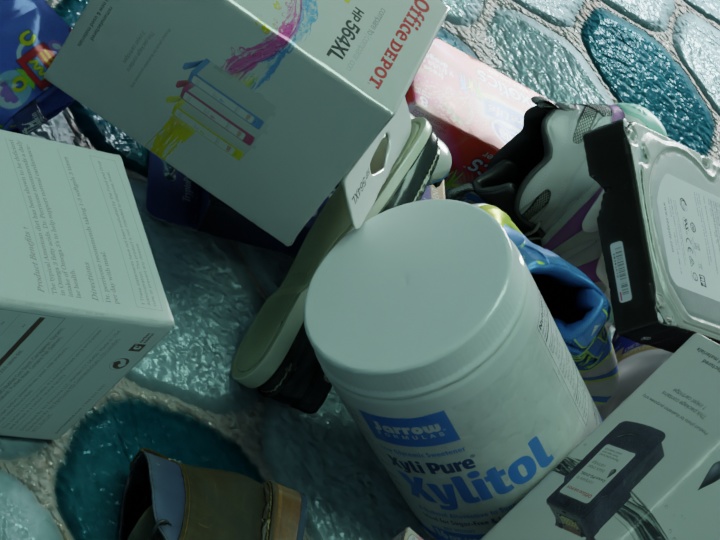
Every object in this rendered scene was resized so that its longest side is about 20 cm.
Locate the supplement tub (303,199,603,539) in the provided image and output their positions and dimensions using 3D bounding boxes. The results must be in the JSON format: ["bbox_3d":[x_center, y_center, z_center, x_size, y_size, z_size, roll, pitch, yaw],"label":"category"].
[{"bbox_3d":[0.061,0.069,1.164,0.132,0.132,0.200,-95,161,-44],"label":"supplement tub"}]

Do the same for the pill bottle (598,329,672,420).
[{"bbox_3d":[0.243,0.062,1.452,0.120,0.120,0.200,41,33,-8],"label":"pill bottle"}]

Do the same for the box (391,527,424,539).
[{"bbox_3d":[0.005,0.244,1.013,0.095,0.103,0.200,41,32,-10],"label":"box"}]

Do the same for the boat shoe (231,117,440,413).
[{"bbox_3d":[0.001,0.000,1.217,0.066,0.074,0.200,38,72,-21],"label":"boat shoe"}]

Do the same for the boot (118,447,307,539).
[{"bbox_3d":[-0.089,0.172,1.024,0.097,0.075,0.200,25,30,-11],"label":"boot"}]

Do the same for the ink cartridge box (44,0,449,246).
[{"bbox_3d":[-0.053,-0.126,1.147,0.200,0.125,0.129,34,41,-7],"label":"ink cartridge box"}]

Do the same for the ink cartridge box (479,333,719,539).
[{"bbox_3d":[0.176,0.161,1.147,0.084,0.200,0.145,32,-19,54],"label":"ink cartridge box"}]

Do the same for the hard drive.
[{"bbox_3d":[0.222,-0.011,1.308,0.200,0.038,0.140,19,59,-51],"label":"hard drive"}]

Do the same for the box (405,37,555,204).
[{"bbox_3d":[0.080,-0.081,1.438,0.200,0.100,0.096,25,39,-30],"label":"box"}]

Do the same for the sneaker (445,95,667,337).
[{"bbox_3d":[0.119,-0.028,1.370,0.140,0.200,0.078,7,16,-22],"label":"sneaker"}]

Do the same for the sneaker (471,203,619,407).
[{"bbox_3d":[0.125,0.043,1.270,0.200,0.076,0.105,44,-5,-37],"label":"sneaker"}]

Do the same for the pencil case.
[{"bbox_3d":[-0.246,-0.162,1.178,0.200,0.087,0.078,48,-9,0],"label":"pencil case"}]

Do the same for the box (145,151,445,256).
[{"bbox_3d":[-0.039,-0.059,1.295,0.200,0.032,0.121,14,43,-15],"label":"box"}]

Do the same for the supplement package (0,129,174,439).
[{"bbox_3d":[-0.217,0.002,1.001,0.200,0.117,0.117,11,48,-42],"label":"supplement package"}]

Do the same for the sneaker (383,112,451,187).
[{"bbox_3d":[-0.024,-0.121,1.287,0.200,0.073,0.072,34,39,5],"label":"sneaker"}]
